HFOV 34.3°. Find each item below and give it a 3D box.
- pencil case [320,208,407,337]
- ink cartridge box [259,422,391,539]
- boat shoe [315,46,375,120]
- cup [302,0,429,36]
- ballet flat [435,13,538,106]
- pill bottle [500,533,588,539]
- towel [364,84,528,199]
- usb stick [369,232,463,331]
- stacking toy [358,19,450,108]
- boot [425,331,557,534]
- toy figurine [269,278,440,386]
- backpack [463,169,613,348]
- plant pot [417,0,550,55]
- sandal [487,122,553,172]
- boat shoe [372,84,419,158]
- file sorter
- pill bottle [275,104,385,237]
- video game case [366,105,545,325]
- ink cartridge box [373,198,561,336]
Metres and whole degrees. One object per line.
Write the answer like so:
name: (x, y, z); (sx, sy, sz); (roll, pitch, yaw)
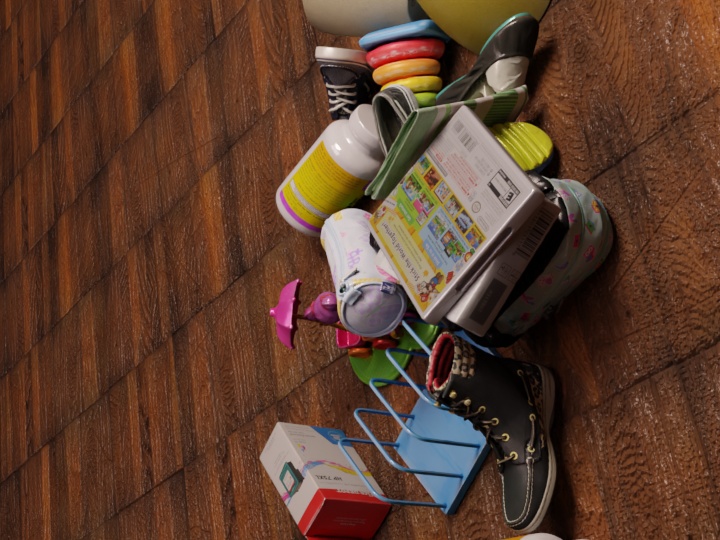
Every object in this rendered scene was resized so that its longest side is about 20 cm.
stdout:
pencil case: (0.000, 0.000, 1.469); (0.200, 0.090, 0.083); (-104, 36, -59)
ink cartridge box: (-0.041, 0.295, 1.564); (0.067, 0.116, 0.200); (-62, 40, 19)
boat shoe: (-0.020, -0.262, 1.668); (0.074, 0.200, 0.093); (8, 93, 15)
cup: (0.033, -0.413, 1.639); (0.143, 0.200, 0.201); (23, 99, 24)
ballet flat: (0.169, -0.239, 1.480); (0.200, 0.068, 0.069); (-45, 55, 49)
pill bottle: (0.174, 0.346, 1.267); (0.200, 0.111, 0.111); (-26, 60, 47)
towel: (0.108, -0.155, 1.411); (0.023, 0.200, 0.153); (54, 138, 23)
usb stick: (0.071, -0.001, 1.365); (0.200, 0.033, 0.056); (48, 120, 44)
stacking toy: (0.072, -0.232, 1.595); (0.109, 0.116, 0.201); (-9, 90, 25)
boot: (0.140, 0.176, 1.291); (0.073, 0.153, 0.204); (-33, 40, 48)
toy figurine: (-0.023, 0.065, 1.551); (0.200, 0.184, 0.151); (-21, 64, 48)
backpack: (0.188, -0.025, 1.347); (0.200, 0.126, 0.167); (-48, 57, 33)
plant pot: (0.137, -0.395, 1.508); (0.200, 0.142, 0.201); (-21, 64, 49)
sandal: (0.143, -0.112, 1.422); (0.199, 0.087, 0.080); (-25, 64, -4)
boat shoe: (0.060, -0.145, 1.536); (0.072, 0.071, 0.201); (-22, 93, 36)
file sorter: (0.080, 0.175, 1.434); (0.139, 0.122, 0.200); (47, 117, 47)
pill bottle: (-0.031, -0.146, 1.691); (0.200, 0.104, 0.105); (-47, 46, 35)
video game case: (0.097, -0.065, 1.276); (0.182, 0.023, 0.200); (-50, 36, 16)
ink cartridge box: (0.113, -0.036, 1.296); (0.163, 0.057, 0.200); (-59, 29, 4)
